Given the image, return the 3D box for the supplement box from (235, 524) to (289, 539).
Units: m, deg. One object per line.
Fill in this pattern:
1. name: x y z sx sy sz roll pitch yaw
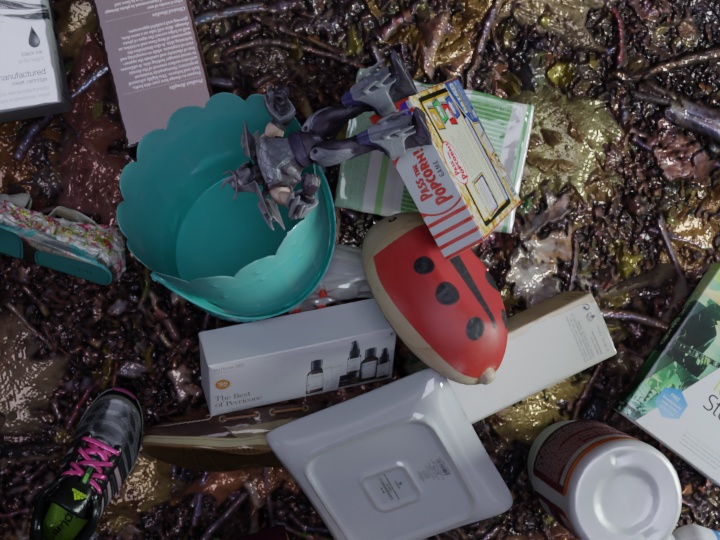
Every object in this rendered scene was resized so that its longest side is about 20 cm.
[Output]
1. supplement box: -0.085 0.380 1.218 0.085 0.110 0.202 -18 92 -6

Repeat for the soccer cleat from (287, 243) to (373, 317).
1. soccer cleat: 0.000 0.000 1.248 0.197 0.070 0.078 -6 50 -17

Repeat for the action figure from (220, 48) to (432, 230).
1. action figure: -0.040 -0.116 1.055 0.198 0.069 0.132 -24 72 12

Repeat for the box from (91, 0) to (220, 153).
1. box: -0.214 -0.232 1.219 0.099 0.075 0.203 -13 90 -6

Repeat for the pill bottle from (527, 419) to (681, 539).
1. pill bottle: 0.240 0.215 1.205 0.112 0.200 0.116 0 91 -6

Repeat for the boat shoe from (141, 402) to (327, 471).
1. boat shoe: -0.129 0.165 1.241 0.197 0.072 0.073 -3 60 2

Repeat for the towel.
1. towel: 0.081 -0.127 1.275 0.197 0.023 0.155 10 90 -6

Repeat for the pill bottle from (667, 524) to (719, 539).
1. pill bottle: 0.383 0.339 1.266 0.198 0.112 0.114 19 89 -5

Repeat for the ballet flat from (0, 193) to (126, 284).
1. ballet flat: -0.334 -0.042 1.219 0.198 0.076 0.065 20 57 -10

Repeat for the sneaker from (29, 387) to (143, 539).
1. sneaker: -0.281 0.217 1.207 0.073 0.087 0.202 27 87 -5

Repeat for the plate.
1. plate: 0.032 0.211 1.199 0.198 0.032 0.201 -23 118 15

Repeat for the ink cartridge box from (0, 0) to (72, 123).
1. ink cartridge box: -0.385 -0.253 1.194 0.144 0.084 0.203 -11 92 -6

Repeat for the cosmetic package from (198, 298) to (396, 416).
1. cosmetic package: -0.064 0.089 1.213 0.197 0.051 0.083 -11 135 -14

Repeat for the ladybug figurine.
1. ladybug figurine: 0.081 0.021 1.159 0.135 0.072 0.201 -15 65 -46

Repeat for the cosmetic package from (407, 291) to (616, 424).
1. cosmetic package: 0.157 0.095 1.245 0.198 0.104 0.074 -24 92 -7

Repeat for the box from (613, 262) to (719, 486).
1. box: 0.394 0.114 1.303 0.144 0.036 0.201 35 86 -5

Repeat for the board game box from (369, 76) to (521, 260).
1. board game box: 0.090 -0.107 1.167 0.046 0.200 0.153 -27 93 22

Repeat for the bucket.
1. bucket: -0.123 -0.054 1.164 0.204 0.135 0.210 -5 66 12
